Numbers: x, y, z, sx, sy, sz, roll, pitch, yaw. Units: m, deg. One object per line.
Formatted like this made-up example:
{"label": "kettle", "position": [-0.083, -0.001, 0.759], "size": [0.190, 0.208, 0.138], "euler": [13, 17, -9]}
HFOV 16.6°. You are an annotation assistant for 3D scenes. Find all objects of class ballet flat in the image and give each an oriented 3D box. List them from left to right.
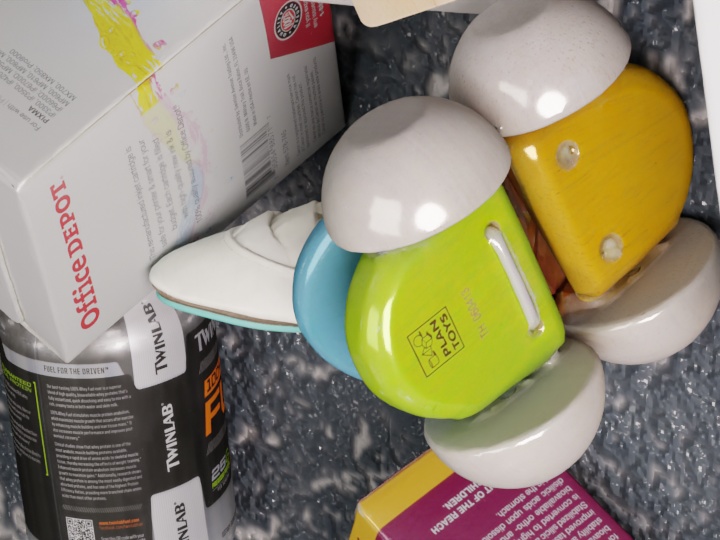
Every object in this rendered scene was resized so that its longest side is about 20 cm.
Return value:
{"label": "ballet flat", "position": [0.000, 0.000, 1.192], "size": [0.198, 0.070, 0.070], "euler": [12, 129, -5]}

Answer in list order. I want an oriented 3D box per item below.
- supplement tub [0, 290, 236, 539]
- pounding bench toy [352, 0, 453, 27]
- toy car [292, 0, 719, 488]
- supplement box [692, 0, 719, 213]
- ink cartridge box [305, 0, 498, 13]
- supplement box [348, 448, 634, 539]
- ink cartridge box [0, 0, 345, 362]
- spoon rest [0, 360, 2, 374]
{"label": "supplement tub", "position": [-0.137, 0.069, 1.381], "size": [0.122, 0.122, 0.202], "euler": [18, 123, 39]}
{"label": "pounding bench toy", "position": [0.042, -0.216, 0.929], "size": [0.124, 0.156, 0.201], "euler": [-13, 103, 47]}
{"label": "toy car", "position": [0.051, -0.017, 1.086], "size": [0.149, 0.200, 0.176], "euler": [8, 133, 50]}
{"label": "supplement box", "position": [0.197, -0.045, 0.957], "size": [0.100, 0.103, 0.202], "euler": [0, 116, 25]}
{"label": "ink cartridge box", "position": [-0.029, -0.178, 1.091], "size": [0.198, 0.068, 0.115], "euler": [7, 153, 8]}
{"label": "supplement box", "position": [0.087, 0.188, 1.208], "size": [0.200, 0.103, 0.131], "euler": [45, 149, 20]}
{"label": "ink cartridge box", "position": [-0.129, -0.091, 1.200], "size": [0.144, 0.200, 0.146], "euler": [36, 154, 26]}
{"label": "spoon rest", "position": [-0.234, -0.035, 1.488], "size": [0.099, 0.060, 0.202], "euler": [-11, 89, 47]}
